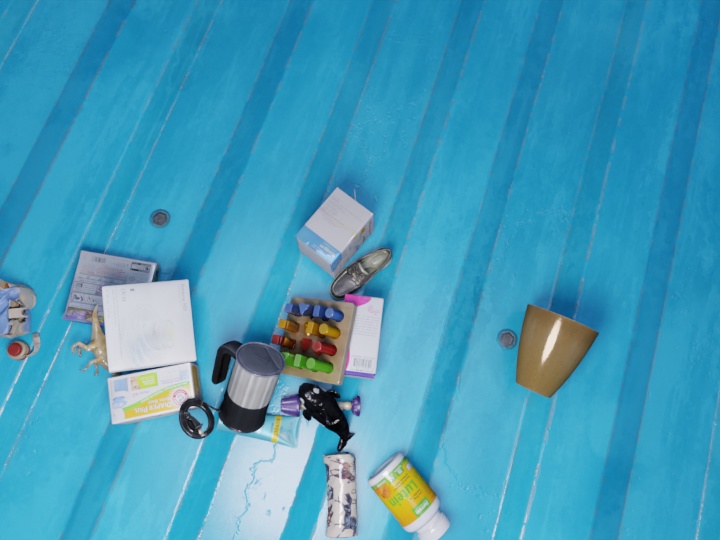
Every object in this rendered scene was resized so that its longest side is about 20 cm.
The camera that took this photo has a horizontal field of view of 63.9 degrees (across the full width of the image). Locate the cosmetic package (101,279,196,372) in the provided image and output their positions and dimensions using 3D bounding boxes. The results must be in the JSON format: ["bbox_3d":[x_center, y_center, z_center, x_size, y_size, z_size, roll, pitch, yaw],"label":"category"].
[{"bbox_3d":[-0.513,0.135,1.405,0.199,0.123,0.201,-5,82,-24],"label":"cosmetic package"}]

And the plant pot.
[{"bbox_3d":[0.476,0.212,1.472,0.185,0.186,0.201,24,89,2],"label":"plant pot"}]

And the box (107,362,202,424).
[{"bbox_3d":[-0.495,0.300,1.410,0.199,0.101,0.113,-11,77,-6],"label":"box"}]

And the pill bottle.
[{"bbox_3d":[0.120,0.549,1.385,0.111,0.111,0.200,-39,82,-12],"label":"pill bottle"}]

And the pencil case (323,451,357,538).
[{"bbox_3d":[-0.049,0.544,1.394,0.077,0.089,0.202,6,74,-32],"label":"pencil case"}]

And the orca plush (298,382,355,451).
[{"bbox_3d":[-0.084,0.362,1.393,0.105,0.071,0.201,-20,110,3],"label":"orca plush"}]

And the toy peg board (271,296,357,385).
[{"bbox_3d":[-0.132,0.162,1.419,0.199,0.098,0.201,4,76,32],"label":"toy peg board"}]

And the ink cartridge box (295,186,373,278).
[{"bbox_3d":[-0.057,-0.107,1.523,0.125,0.129,0.200,38,78,11],"label":"ink cartridge box"}]

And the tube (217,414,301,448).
[{"bbox_3d":[-0.252,0.388,1.437,0.199,0.050,0.078,10,74,-6],"label":"tube"}]

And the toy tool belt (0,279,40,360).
[{"bbox_3d":[-0.872,0.117,1.419,0.124,0.123,0.201,-11,77,-6],"label":"toy tool belt"}]

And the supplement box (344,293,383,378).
[{"bbox_3d":[-0.003,0.171,1.476,0.100,0.103,0.201,8,77,-1],"label":"supplement box"}]

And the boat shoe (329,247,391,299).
[{"bbox_3d":[0.001,0.000,1.536,0.200,0.066,0.072,-36,81,-11],"label":"boat shoe"}]

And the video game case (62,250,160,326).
[{"bbox_3d":[-0.638,0.056,1.490,0.199,0.045,0.183,10,76,-2],"label":"video game case"}]

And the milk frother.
[{"bbox_3d":[-0.298,0.281,1.334,0.180,0.200,0.189,25,118,7],"label":"milk frother"}]

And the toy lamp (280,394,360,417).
[{"bbox_3d":[-0.101,0.340,1.452,0.198,0.058,0.059,3,76,-5],"label":"toy lamp"}]

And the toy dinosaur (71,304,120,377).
[{"bbox_3d":[-0.663,0.189,1.449,0.100,0.058,0.201,-17,97,-12],"label":"toy dinosaur"}]
